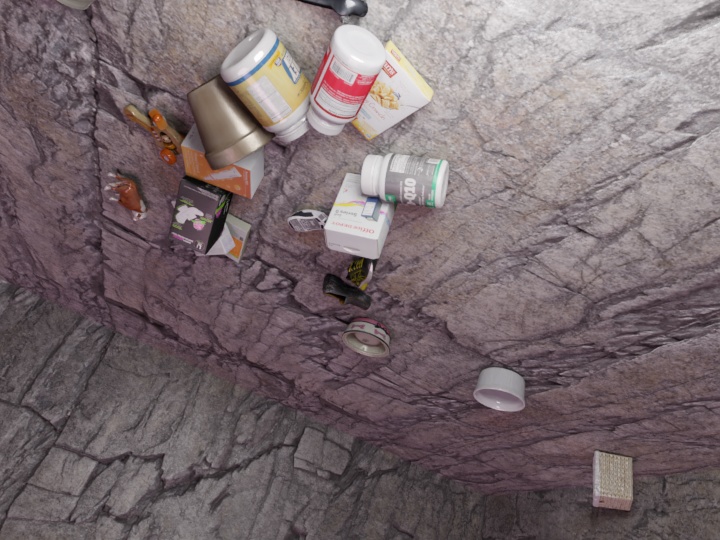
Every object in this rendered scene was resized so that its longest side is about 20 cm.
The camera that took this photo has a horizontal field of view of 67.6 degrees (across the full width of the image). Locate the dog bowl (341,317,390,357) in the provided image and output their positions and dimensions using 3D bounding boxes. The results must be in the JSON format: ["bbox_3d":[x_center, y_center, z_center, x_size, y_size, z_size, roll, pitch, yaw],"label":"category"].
[{"bbox_3d":[0.030,0.260,2.110,0.196,0.075,0.201,14,149,9],"label":"dog bowl"}]

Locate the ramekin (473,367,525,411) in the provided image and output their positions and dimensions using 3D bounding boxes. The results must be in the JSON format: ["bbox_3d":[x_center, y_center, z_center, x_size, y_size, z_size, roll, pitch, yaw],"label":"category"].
[{"bbox_3d":[0.545,0.460,2.092,0.197,0.099,0.202,15,148,10],"label":"ramekin"}]

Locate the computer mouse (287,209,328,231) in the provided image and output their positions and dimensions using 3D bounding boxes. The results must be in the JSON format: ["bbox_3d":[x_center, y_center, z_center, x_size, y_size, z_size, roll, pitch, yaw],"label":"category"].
[{"bbox_3d":[-0.126,-0.158,1.597,0.196,0.045,0.110,-1,148,22],"label":"computer mouse"}]

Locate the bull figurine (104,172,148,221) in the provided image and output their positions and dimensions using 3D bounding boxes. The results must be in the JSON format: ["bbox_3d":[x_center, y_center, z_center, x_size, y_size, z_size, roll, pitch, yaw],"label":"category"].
[{"bbox_3d":[-0.787,-0.247,1.815,0.119,0.066,0.201,18,148,-3],"label":"bull figurine"}]

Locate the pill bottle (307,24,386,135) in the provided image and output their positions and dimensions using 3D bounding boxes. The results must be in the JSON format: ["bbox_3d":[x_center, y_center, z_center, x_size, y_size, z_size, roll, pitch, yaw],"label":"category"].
[{"bbox_3d":[-0.037,-0.374,1.081,0.111,0.114,0.200,26,140,-10],"label":"pill bottle"}]

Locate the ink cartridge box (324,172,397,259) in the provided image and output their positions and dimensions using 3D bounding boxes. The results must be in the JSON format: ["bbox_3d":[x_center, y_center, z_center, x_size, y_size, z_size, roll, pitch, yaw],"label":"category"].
[{"bbox_3d":[0.005,-0.143,1.386,0.143,0.203,0.088,12,148,13],"label":"ink cartridge box"}]

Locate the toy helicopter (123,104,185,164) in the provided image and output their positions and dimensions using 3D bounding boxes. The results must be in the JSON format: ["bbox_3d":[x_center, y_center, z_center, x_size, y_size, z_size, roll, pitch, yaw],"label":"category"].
[{"bbox_3d":[-0.563,-0.392,1.466,0.198,0.079,0.133,34,155,3],"label":"toy helicopter"}]

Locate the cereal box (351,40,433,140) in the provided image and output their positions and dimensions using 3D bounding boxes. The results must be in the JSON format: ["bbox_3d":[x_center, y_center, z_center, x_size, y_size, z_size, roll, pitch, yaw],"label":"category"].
[{"bbox_3d":[0.040,-0.379,1.160,0.143,0.040,0.198,40,144,-25],"label":"cereal box"}]

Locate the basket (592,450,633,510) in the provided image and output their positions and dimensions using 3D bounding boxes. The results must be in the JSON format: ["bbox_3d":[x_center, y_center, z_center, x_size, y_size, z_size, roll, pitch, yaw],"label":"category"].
[{"bbox_3d":[1.120,0.942,2.398,0.158,0.203,0.199,3,145,23],"label":"basket"}]

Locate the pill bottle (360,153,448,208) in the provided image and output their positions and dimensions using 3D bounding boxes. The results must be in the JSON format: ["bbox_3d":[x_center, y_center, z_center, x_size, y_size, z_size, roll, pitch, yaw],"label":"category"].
[{"bbox_3d":[0.107,-0.219,1.296,0.196,0.115,0.114,10,148,16],"label":"pill bottle"}]

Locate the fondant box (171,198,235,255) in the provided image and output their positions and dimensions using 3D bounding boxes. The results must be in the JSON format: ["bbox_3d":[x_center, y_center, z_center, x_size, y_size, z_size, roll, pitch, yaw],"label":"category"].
[{"bbox_3d":[-0.508,-0.150,1.747,0.142,0.058,0.203,-1,121,31],"label":"fondant box"}]

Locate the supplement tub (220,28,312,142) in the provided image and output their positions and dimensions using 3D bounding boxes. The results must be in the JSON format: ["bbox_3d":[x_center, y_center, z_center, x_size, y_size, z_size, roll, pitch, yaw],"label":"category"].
[{"bbox_3d":[-0.189,-0.397,1.167,0.143,0.147,0.200,-7,140,37],"label":"supplement tub"}]

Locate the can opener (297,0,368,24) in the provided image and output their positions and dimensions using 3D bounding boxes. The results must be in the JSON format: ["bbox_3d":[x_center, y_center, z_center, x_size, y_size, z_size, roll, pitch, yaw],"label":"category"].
[{"bbox_3d":[-0.076,-0.518,1.014,0.196,0.080,0.063,16,-172,14],"label":"can opener"}]

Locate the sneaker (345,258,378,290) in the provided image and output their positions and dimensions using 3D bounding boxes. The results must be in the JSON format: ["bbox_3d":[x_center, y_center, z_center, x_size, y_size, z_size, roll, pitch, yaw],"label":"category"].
[{"bbox_3d":[0.000,0.000,1.729,0.083,0.075,0.201,22,149,-2],"label":"sneaker"}]

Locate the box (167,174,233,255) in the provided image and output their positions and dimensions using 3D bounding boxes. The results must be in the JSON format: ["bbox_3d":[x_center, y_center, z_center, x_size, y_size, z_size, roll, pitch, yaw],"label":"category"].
[{"bbox_3d":[-0.464,-0.180,1.582,0.122,0.149,0.202,23,117,-4],"label":"box"}]

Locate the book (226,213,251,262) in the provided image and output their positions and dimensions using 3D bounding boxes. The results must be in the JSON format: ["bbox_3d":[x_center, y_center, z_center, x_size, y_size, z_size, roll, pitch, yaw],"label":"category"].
[{"bbox_3d":[-0.452,-0.120,1.839,0.132,0.049,0.200,28,147,-5],"label":"book"}]

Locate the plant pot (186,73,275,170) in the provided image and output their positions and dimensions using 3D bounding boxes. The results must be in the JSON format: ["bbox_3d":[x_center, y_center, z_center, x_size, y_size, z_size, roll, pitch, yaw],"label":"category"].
[{"bbox_3d":[-0.313,-0.365,1.272,0.197,0.201,0.175,-7,124,37],"label":"plant pot"}]

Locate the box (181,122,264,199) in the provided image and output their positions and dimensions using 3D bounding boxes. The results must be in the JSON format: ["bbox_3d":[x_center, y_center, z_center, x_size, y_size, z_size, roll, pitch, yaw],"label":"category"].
[{"bbox_3d":[-0.371,-0.299,1.466,0.197,0.099,0.125,19,149,1],"label":"box"}]

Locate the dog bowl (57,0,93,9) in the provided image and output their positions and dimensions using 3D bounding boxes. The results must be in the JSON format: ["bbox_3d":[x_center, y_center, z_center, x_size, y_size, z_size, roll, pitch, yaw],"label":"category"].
[{"bbox_3d":[-0.614,-0.651,1.109,0.196,0.059,0.201,15,149,9],"label":"dog bowl"}]

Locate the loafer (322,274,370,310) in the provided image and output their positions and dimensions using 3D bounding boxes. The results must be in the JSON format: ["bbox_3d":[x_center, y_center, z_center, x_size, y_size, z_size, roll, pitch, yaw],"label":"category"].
[{"bbox_3d":[-0.053,0.095,1.907,0.198,0.073,0.073,30,146,-16],"label":"loafer"}]
